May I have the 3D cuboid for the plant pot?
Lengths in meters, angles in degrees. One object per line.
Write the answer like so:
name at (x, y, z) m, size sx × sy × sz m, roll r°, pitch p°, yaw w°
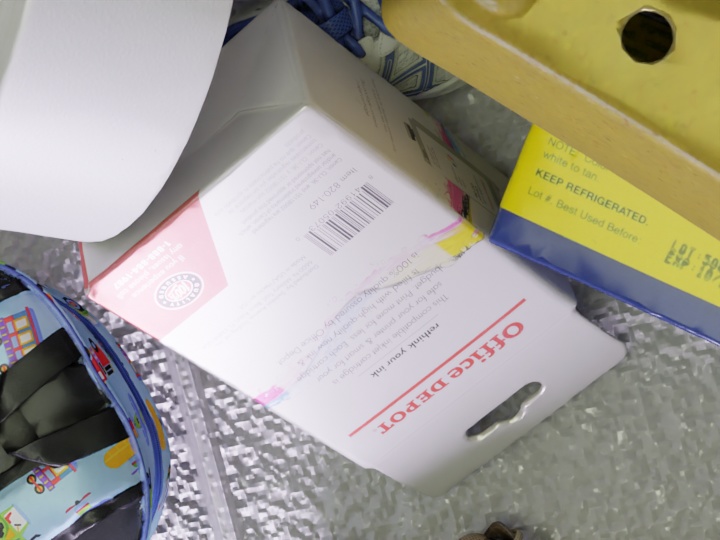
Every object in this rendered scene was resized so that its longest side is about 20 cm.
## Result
plant pot at (0.119, -0.103, 0.580) m, size 0.194 × 0.200 × 0.196 m, roll 33°, pitch 107°, yaw 11°

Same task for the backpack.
backpack at (-0.169, 0.082, 0.855) m, size 0.200 × 0.134 × 0.183 m, roll -33°, pitch 87°, yaw 21°

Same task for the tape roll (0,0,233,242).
tape roll at (-0.113, -0.113, 0.719) m, size 0.071 × 0.202 × 0.203 m, roll 9°, pitch 106°, yaw -28°

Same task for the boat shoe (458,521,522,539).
boat shoe at (0.050, 0.144, 0.826) m, size 0.199 × 0.074 × 0.074 m, roll -5°, pitch 97°, yaw 18°

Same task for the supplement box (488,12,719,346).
supplement box at (0.142, -0.086, 0.739) m, size 0.109 × 0.109 × 0.201 m, roll 25°, pitch 106°, yaw 13°

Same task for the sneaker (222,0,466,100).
sneaker at (-0.003, -0.090, 0.799) m, size 0.200 × 0.088 × 0.075 m, roll -39°, pitch 84°, yaw 18°

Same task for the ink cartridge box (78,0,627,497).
ink cartridge box at (0.000, 0.000, 0.790) m, size 0.116 × 0.068 × 0.200 m, roll -38°, pitch 130°, yaw 20°
